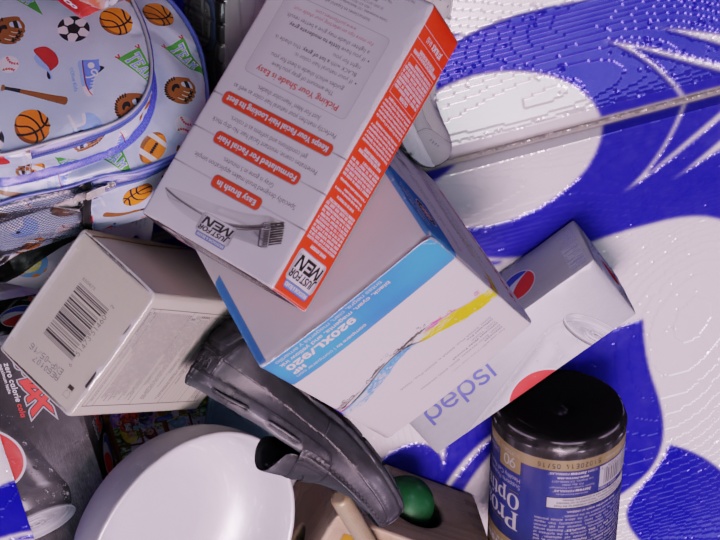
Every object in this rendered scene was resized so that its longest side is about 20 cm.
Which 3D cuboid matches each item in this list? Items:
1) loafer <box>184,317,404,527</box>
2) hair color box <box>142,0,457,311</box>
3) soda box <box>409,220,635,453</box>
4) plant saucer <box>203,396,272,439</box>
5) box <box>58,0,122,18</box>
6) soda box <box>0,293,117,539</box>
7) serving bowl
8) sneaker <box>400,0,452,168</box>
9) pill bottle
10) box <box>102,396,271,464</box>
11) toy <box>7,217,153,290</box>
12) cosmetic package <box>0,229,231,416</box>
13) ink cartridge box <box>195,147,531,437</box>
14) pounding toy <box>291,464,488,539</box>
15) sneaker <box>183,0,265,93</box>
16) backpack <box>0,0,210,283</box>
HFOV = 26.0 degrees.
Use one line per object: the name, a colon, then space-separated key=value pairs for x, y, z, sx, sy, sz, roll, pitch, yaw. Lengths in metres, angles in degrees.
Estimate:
loafer: x=-0.047 y=0.120 z=1.121 sx=0.070 sy=0.068 sz=0.201 roll=-47 pitch=112 yaw=-12
hair color box: x=-0.037 y=-0.091 z=0.991 sx=0.201 sy=0.110 sz=0.064 roll=-59 pitch=155 yaw=-5
soda box: x=0.115 y=0.054 z=1.245 sx=0.199 sy=0.064 sz=0.068 roll=-36 pitch=119 yaw=12
plant saucer: x=-0.096 y=0.144 z=1.242 sx=0.069 sy=0.019 sz=0.202 roll=6 pitch=120 yaw=-13
box: x=-0.143 y=-0.266 z=0.944 sx=0.099 sy=0.095 sz=0.202 roll=36 pitch=69 yaw=-26
soda box: x=-0.232 y=0.118 z=1.178 sx=0.070 sy=0.064 sz=0.202 roll=-11 pitch=121 yaw=0
serving bowl: x=-0.144 y=0.205 z=1.192 sx=0.199 sy=0.065 sz=0.203 roll=-21 pitch=122 yaw=-38
sneaker: x=0.038 y=-0.166 z=1.104 sx=0.091 sy=0.076 sz=0.201 roll=-26 pitch=122 yaw=1
pill bottle: x=0.161 y=0.194 z=1.305 sx=0.110 sy=0.112 sz=0.202 roll=-4 pitch=120 yaw=-7
box: x=-0.153 y=0.117 z=1.251 sx=0.197 sy=0.039 sz=0.138 roll=-13 pitch=122 yaw=-2
toy: x=-0.249 y=-0.045 z=1.135 sx=0.197 sy=0.048 sz=0.116 roll=9 pitch=131 yaw=-7
cosmetic package: x=-0.151 y=0.039 z=1.093 sx=0.073 sy=0.200 sz=0.104 roll=40 pitch=98 yaw=16
ink cartridge box: x=0.000 y=0.000 z=1.099 sx=0.144 sy=0.148 sz=0.200 roll=-38 pitch=149 yaw=9
pounding toy: x=0.006 y=0.244 z=1.290 sx=0.182 sy=0.143 sz=0.201 roll=22 pitch=114 yaw=-20
sneaker: x=-0.071 y=-0.154 z=1.103 sx=0.086 sy=0.075 sz=0.202 roll=-19 pitch=125 yaw=-18
backpack: x=-0.194 y=-0.115 z=1.030 sx=0.188 sy=0.202 sz=0.154 roll=-12 pitch=163 yaw=-22
